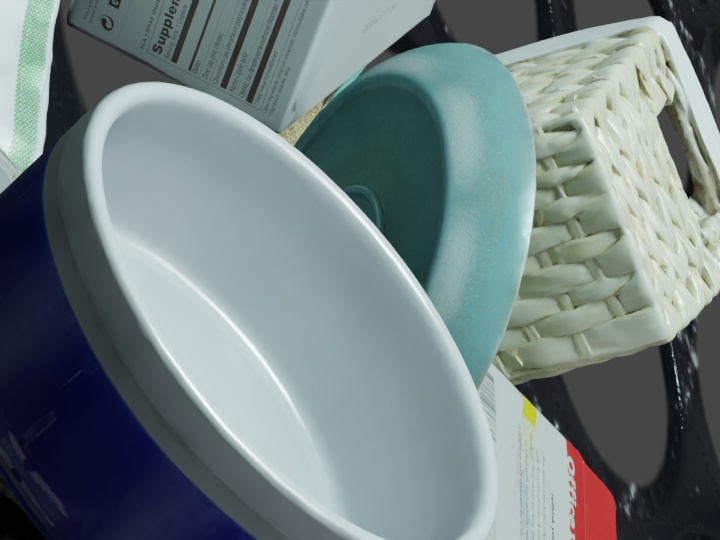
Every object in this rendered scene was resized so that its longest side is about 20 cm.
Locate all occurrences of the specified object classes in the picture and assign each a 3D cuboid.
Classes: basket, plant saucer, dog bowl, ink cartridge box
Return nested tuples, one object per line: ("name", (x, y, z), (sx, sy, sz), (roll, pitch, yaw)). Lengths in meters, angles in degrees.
("basket", (0.065, -0.020, 1.382), (0.123, 0.200, 0.136), (-47, 118, -56))
("plant saucer", (0.000, 0.000, 1.169), (0.027, 0.200, 0.200), (19, 54, -29))
("dog bowl", (-0.046, 0.037, 1.007), (0.200, 0.079, 0.200), (40, 26, -24))
("ink cartridge box", (0.048, 0.114, 1.301), (0.200, 0.067, 0.116), (46, 38, -48))

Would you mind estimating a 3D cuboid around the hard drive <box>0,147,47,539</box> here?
("hard drive", (-0.134, 0.034, 1.102), (0.200, 0.038, 0.140), (50, 33, -41))

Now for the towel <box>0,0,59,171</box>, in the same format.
("towel", (-0.178, -0.138, 1.120), (0.200, 0.031, 0.149), (47, 35, -46))

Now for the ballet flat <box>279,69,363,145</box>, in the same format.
("ballet flat", (-0.047, -0.076, 1.349), (0.065, 0.071, 0.200), (38, 29, -8))

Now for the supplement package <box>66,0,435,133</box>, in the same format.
("supplement package", (-0.021, -0.177, 1.293), (0.156, 0.111, 0.200), (-68, 170, 26))
